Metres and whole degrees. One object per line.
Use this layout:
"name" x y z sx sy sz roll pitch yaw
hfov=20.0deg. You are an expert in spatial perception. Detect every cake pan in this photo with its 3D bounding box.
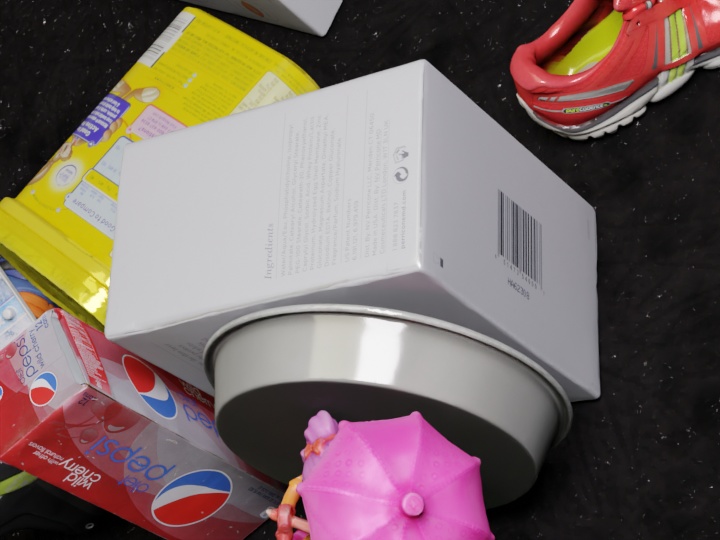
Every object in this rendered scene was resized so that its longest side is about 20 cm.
"cake pan" 0.011 0.079 1.073 0.199 0.200 0.037 -8 58 32

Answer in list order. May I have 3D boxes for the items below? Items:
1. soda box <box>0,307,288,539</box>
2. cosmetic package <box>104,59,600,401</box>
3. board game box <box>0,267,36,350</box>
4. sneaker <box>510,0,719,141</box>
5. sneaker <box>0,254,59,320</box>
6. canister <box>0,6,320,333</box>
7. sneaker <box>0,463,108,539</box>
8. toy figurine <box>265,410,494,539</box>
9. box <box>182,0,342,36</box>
"soda box" -0.127 0.096 1.164 0.070 0.200 0.064 -39 50 13
"cosmetic package" 0.000 0.000 1.122 0.199 0.199 0.124 -14 61 29
"board game box" -0.296 0.080 1.338 0.199 0.026 0.201 -37 85 15
"sneaker" 0.171 -0.149 1.148 0.200 0.085 0.077 -39 52 14
"sneaker" -0.271 -0.006 1.413 0.199 0.075 0.079 14 65 32
"canister" -0.124 -0.057 1.293 0.148 0.087 0.200 32 77 39
"sneaker" -0.166 0.118 1.276 0.198 0.083 0.072 -16 33 2
"toy figurine" 0.006 0.142 1.028 0.149 0.185 0.200 -19 42 -23
"box" -0.106 -0.243 1.365 0.199 0.124 0.098 19 79 39
